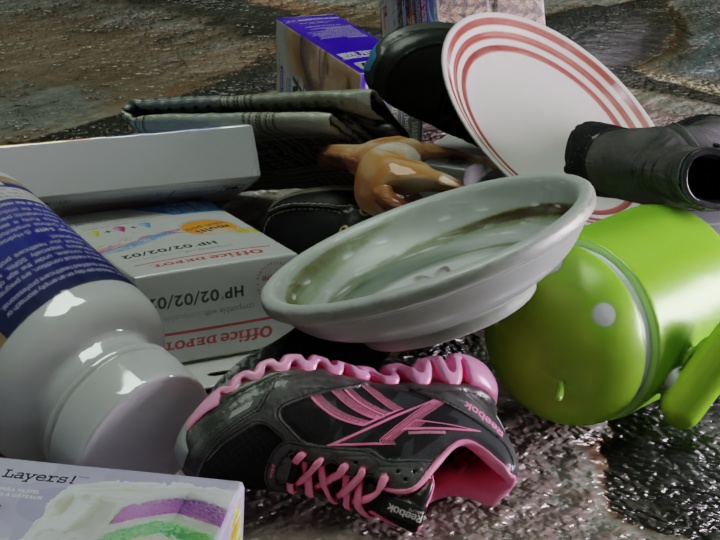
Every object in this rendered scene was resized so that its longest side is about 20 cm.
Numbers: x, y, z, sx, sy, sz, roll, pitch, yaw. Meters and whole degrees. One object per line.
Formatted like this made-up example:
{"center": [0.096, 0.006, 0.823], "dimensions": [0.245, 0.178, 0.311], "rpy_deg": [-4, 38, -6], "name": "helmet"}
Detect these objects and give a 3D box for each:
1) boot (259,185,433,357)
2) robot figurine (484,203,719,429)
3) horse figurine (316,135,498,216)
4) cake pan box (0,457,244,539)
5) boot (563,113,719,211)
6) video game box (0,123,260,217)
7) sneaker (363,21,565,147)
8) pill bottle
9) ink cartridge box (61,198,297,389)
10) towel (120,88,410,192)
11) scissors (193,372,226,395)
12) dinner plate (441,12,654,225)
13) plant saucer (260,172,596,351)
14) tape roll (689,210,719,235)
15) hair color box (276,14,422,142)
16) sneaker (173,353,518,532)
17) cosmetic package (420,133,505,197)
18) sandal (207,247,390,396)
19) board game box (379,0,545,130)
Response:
{"center": [0.000, 0.000, 1.223], "dimensions": [0.199, 0.074, 0.151], "rpy_deg": [17, 20, 18], "name": "boot"}
{"center": [0.158, 0.027, 1.111], "dimensions": [0.200, 0.116, 0.175], "rpy_deg": [-19, 50, -42], "name": "robot figurine"}
{"center": [0.039, -0.058, 1.218], "dimensions": [0.132, 0.050, 0.200], "rpy_deg": [11, 17, -6], "name": "horse figurine"}
{"center": [-0.169, 0.153, 0.860], "dimensions": [0.199, 0.053, 0.184], "rpy_deg": [5, 19, 9], "name": "cake pan box"}
{"center": [0.245, -0.063, 1.196], "dimensions": [0.199, 0.070, 0.131], "rpy_deg": [-9, 15, -38], "name": "boot"}
{"center": [-0.190, -0.059, 1.299], "dimensions": [0.199, 0.047, 0.182], "rpy_deg": [-6, -9, -19], "name": "video game box"}
{"center": [0.098, -0.123, 1.313], "dimensions": [0.199, 0.073, 0.082], "rpy_deg": [15, 26, -25], "name": "sneaker"}
{"center": [-0.182, 0.040, 1.018], "dimensions": [0.119, 0.120, 0.200], "rpy_deg": [-18, 45, -41], "name": "pill bottle"}
{"center": [-0.114, 0.012, 1.179], "dimensions": [0.115, 0.068, 0.200], "rpy_deg": [-10, 20, -26], "name": "ink cartridge box"}
{"center": [-0.055, -0.091, 1.371], "dimensions": [0.199, 0.035, 0.193], "rpy_deg": [-2, -16, 18], "name": "towel"}
{"center": [-0.041, 0.066, 1.142], "dimensions": [0.199, 0.014, 0.073], "rpy_deg": [-12, 17, -37], "name": "scissors"}
{"center": [0.136, -0.101, 1.265], "dimensions": [0.200, 0.024, 0.201], "rpy_deg": [24, 41, -23], "name": "dinner plate"}
{"center": [0.043, 0.003, 1.024], "dimensions": [0.199, 0.050, 0.200], "rpy_deg": [-18, 13, 4], "name": "plant saucer"}
{"center": [0.218, -0.038, 1.353], "dimensions": [0.199, 0.066, 0.200], "rpy_deg": [1, 22, 0], "name": "tape roll"}
{"center": [-0.013, -0.146, 1.551], "dimensions": [0.065, 0.110, 0.200], "rpy_deg": [-8, 23, -23], "name": "hair color box"}
{"center": [-0.001, 0.100, 0.975], "dimensions": [0.199, 0.079, 0.096], "rpy_deg": [-4, 48, -24], "name": "sneaker"}
{"center": [0.093, -0.071, 1.407], "dimensions": [0.050, 0.083, 0.200], "rpy_deg": [8, 22, 22], "name": "cosmetic package"}
{"center": [-0.028, 0.065, 1.072], "dimensions": [0.075, 0.048, 0.200], "rpy_deg": [41, 51, 5], "name": "sandal"}
{"center": [0.086, -0.216, 1.575], "dimensions": [0.096, 0.160, 0.200], "rpy_deg": [-3, -3, -12], "name": "board game box"}
